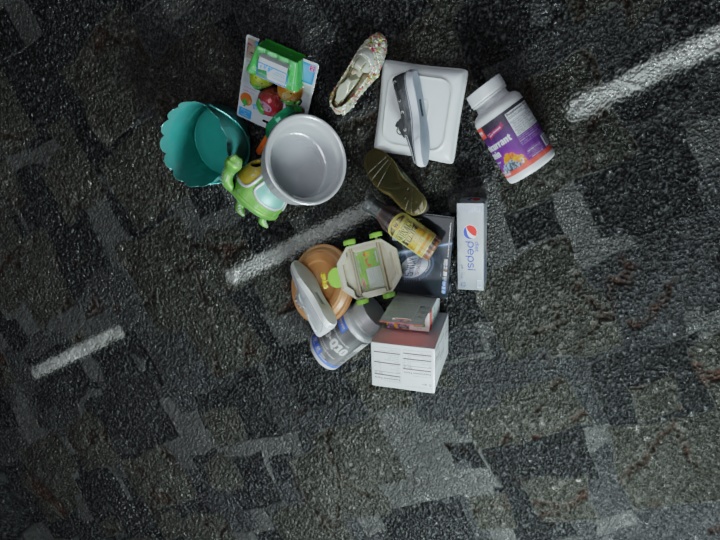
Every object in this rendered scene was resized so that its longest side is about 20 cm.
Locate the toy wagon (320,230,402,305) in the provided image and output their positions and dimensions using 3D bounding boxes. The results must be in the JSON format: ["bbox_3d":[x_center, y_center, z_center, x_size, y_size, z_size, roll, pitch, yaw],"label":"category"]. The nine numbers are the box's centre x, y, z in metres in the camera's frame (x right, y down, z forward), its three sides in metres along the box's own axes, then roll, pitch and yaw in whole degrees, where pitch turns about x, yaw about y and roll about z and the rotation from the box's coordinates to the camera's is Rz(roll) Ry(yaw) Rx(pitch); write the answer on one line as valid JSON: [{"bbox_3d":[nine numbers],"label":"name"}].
[{"bbox_3d":[0.000,0.000,1.279,0.194,0.040,0.160,-13,90,10],"label":"toy wagon"}]

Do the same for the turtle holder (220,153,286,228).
[{"bbox_3d":[-0.256,-0.215,1.314,0.184,0.142,0.132,40,108,-15],"label":"turtle holder"}]

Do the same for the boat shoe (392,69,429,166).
[{"bbox_3d":[0.106,-0.328,1.164,0.065,0.070,0.206,-3,106,28],"label":"boat shoe"}]

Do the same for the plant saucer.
[{"bbox_3d":[-0.102,0.034,1.361,0.195,0.032,0.207,-4,83,32],"label":"plant saucer"}]

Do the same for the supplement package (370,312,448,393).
[{"bbox_3d":[0.123,0.187,1.284,0.151,0.200,0.114,3,109,18],"label":"supplement package"}]

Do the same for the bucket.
[{"bbox_3d":[-0.382,-0.319,1.335,0.201,0.135,0.214,7,110,18],"label":"bucket"}]

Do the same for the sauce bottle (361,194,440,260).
[{"bbox_3d":[0.091,-0.102,1.227,0.197,0.066,0.067,33,116,6],"label":"sauce bottle"}]

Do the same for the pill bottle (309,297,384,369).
[{"bbox_3d":[-0.031,0.159,1.379,0.199,0.114,0.114,-41,92,26],"label":"pill bottle"}]

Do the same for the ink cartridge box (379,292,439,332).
[{"bbox_3d":[0.119,0.106,1.259,0.106,0.200,0.052,4,109,18],"label":"ink cartridge box"}]

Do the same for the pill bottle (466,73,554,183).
[{"bbox_3d":[0.307,-0.297,1.107,0.110,0.111,0.203,-31,95,26],"label":"pill bottle"}]

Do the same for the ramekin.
[{"bbox_3d":[-0.139,-0.250,1.241,0.097,0.197,0.205,-2,114,64],"label":"ramekin"}]

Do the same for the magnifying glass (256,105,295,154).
[{"bbox_3d":[-0.210,-0.331,1.274,0.023,0.079,0.199,52,148,-7],"label":"magnifying glass"}]

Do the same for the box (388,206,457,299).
[{"bbox_3d":[0.146,-0.044,1.286,0.155,0.044,0.206,9,110,17],"label":"box"}]

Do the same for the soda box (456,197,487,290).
[{"bbox_3d":[0.258,-0.062,1.226,0.062,0.068,0.206,2,108,20],"label":"soda box"}]

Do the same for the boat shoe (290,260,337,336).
[{"bbox_3d":[-0.129,0.071,1.322,0.068,0.071,0.202,-41,73,22],"label":"boat shoe"}]

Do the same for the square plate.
[{"bbox_3d":[0.129,-0.356,1.198,0.194,0.028,0.204,13,111,16],"label":"square plate"}]

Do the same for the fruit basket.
[{"bbox_3d":[-0.204,-0.423,1.259,0.181,0.094,0.203,23,123,2],"label":"fruit basket"}]

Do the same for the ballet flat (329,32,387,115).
[{"bbox_3d":[-0.007,-0.438,1.199,0.075,0.064,0.202,38,115,7],"label":"ballet flat"}]

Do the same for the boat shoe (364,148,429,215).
[{"bbox_3d":[0.085,-0.202,1.244,0.072,0.066,0.201,-47,69,15],"label":"boat shoe"}]
